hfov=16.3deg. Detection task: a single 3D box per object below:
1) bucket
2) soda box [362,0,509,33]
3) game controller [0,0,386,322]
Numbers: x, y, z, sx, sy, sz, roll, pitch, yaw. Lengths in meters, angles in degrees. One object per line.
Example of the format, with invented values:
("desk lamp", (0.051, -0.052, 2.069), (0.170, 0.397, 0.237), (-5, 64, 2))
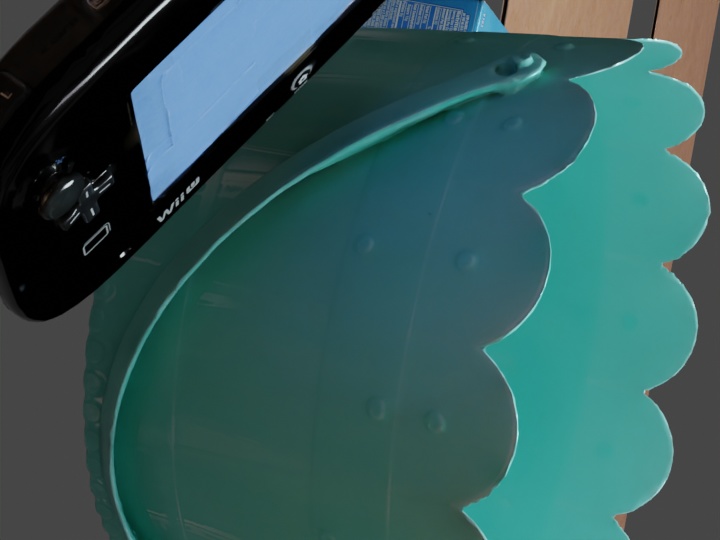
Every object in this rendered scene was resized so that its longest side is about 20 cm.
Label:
("bucket", (0.014, 0.021, 0.758), (0.207, 0.134, 0.208), (10, 90, -69))
("soda box", (0.000, 0.000, 0.898), (0.068, 0.064, 0.201), (21, 81, -78))
("game controller", (-0.022, -0.071, 0.614), (0.200, 0.042, 0.104), (-46, 156, -16))
